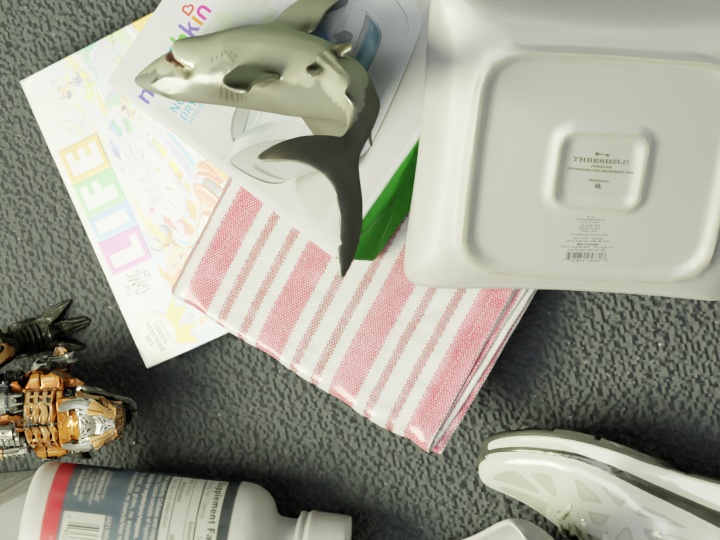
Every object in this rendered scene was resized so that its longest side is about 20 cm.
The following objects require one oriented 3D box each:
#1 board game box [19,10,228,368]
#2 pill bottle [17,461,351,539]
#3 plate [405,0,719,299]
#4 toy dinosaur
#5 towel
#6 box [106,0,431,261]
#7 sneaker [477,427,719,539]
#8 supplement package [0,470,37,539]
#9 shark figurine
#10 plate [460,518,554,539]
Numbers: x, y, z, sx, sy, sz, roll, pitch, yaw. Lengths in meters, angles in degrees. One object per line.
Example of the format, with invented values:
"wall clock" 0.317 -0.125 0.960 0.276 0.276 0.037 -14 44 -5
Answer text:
"board game box" -0.116 -0.056 1.538 0.134 0.034 0.201 -24 91 27
"pill bottle" -0.108 0.188 1.528 0.198 0.120 0.120 6 105 3
"plate" 0.131 -0.063 1.350 0.198 0.032 0.201 2 125 -5
"toy dinosaur" -0.231 0.081 1.564 0.199 0.136 0.103 22 111 18
"towel" 0.000 0.000 1.472 0.199 0.030 0.147 31 93 12
"box" -0.013 -0.136 1.418 0.176 0.097 0.200 38 98 12
"sneaker" 0.149 0.167 1.422 0.199 0.076 0.116 15 72 19
"supplement package" -0.297 0.227 1.618 0.199 0.151 0.153 -6 100 25
"shark figurine" -0.021 -0.079 1.319 0.214 0.128 0.090 40 153 53
"plate" 0.125 0.233 1.439 0.032 0.200 0.200 -31 87 -16
